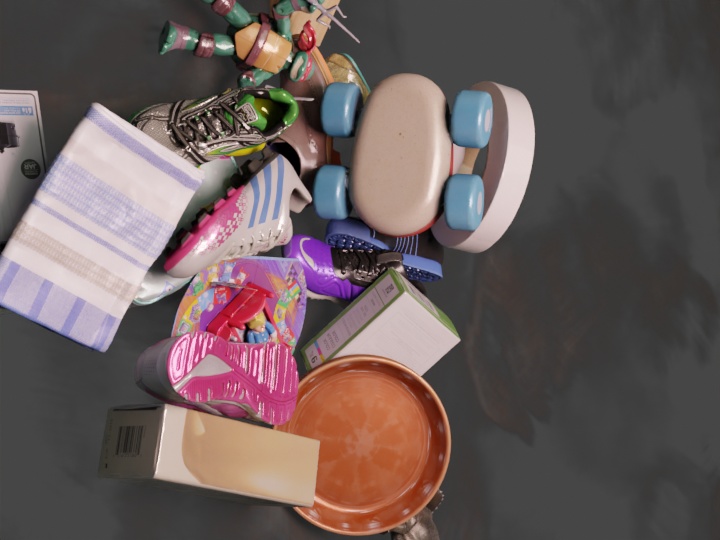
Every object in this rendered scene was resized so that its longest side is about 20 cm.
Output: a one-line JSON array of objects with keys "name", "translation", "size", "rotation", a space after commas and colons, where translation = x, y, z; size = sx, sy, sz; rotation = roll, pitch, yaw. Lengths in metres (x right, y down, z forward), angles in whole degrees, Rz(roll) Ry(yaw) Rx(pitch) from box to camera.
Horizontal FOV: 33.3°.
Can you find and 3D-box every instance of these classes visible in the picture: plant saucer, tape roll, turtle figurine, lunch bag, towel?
[{"name": "plant saucer", "translation": [-0.001, 0.190, 1.323], "size": [0.199, 0.032, 0.202], "rotation": [-1, 99, -7]}, {"name": "tape roll", "translation": [0.138, -0.121, 1.418], "size": [0.037, 0.203, 0.204], "rotation": [12, 72, -21]}, {"name": "turtle figurine", "translation": [-0.111, -0.244, 1.310], "size": [0.199, 0.101, 0.151], "rotation": [21, 87, -23]}, {"name": "lunch bag", "translation": [-0.204, -0.063, 1.216], "size": [0.200, 0.077, 0.161], "rotation": [-34, 104, -44]}, {"name": "towel", "translation": [-0.235, -0.035, 1.085], "size": [0.147, 0.024, 0.201], "rotation": [35, 82, -46]}]

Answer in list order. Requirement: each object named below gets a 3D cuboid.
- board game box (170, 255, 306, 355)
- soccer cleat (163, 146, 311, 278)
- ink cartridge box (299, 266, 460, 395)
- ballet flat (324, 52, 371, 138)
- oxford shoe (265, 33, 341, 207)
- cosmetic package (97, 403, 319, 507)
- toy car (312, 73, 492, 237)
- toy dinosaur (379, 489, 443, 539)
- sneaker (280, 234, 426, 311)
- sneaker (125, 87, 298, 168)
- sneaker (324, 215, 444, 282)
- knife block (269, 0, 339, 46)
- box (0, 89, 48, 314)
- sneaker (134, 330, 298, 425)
[{"name": "board game box", "translation": [-0.111, 0.066, 1.249], "size": [0.199, 0.039, 0.159], "rotation": [3, 104, -53]}, {"name": "soccer cleat", "translation": [-0.113, -0.043, 1.190], "size": [0.086, 0.070, 0.200], "rotation": [48, 47, -11]}, {"name": "ink cartridge box", "translation": [0.003, 0.102, 1.363], "size": [0.104, 0.200, 0.059], "rotation": [40, 11, -34]}, {"name": "ballet flat", "translation": [0.007, -0.170, 1.464], "size": [0.200, 0.070, 0.071], "rotation": [53, 50, -26]}, {"name": "oxford shoe", "translation": [-0.071, -0.172, 1.378], "size": [0.073, 0.071, 0.201], "rotation": [-8, 88, -41]}, {"name": "cosmetic package", "translation": [-0.147, 0.186, 1.199], "size": [0.199, 0.105, 0.072], "rotation": [21, 69, -42]}, {"name": "toy car", "translation": [0.066, -0.123, 1.383], "size": [0.200, 0.183, 0.178], "rotation": [6, 90, -73]}, {"name": "toy dinosaur", "translation": [0.058, 0.319, 1.395], "size": [0.102, 0.077, 0.201], "rotation": [2, 76, -31]}, {"name": "sneaker", "translation": [0.000, 0.000, 1.379], "size": [0.200, 0.099, 0.070], "rotation": [31, 42, -40]}, {"name": "sneaker", "translation": [-0.146, -0.145, 1.179], "size": [0.199, 0.085, 0.078], "rotation": [-26, 92, -42]}, {"name": "sneaker", "translation": [0.030, -0.044, 1.455], "size": [0.200, 0.070, 0.078], "rotation": [22, 63, -48]}, {"name": "knife block", "translation": [-0.034, -0.378, 1.383], "size": [0.064, 0.175, 0.201], "rotation": [-1, 82, -44]}, {"name": "box", "translation": [-0.340, -0.059, 1.090], "size": [0.116, 0.060, 0.201], "rotation": [-4, 85, -45]}, {"name": "sneaker", "translation": [-0.138, 0.101, 1.173], "size": [0.200, 0.088, 0.082], "rotation": [26, 69, -49]}]
